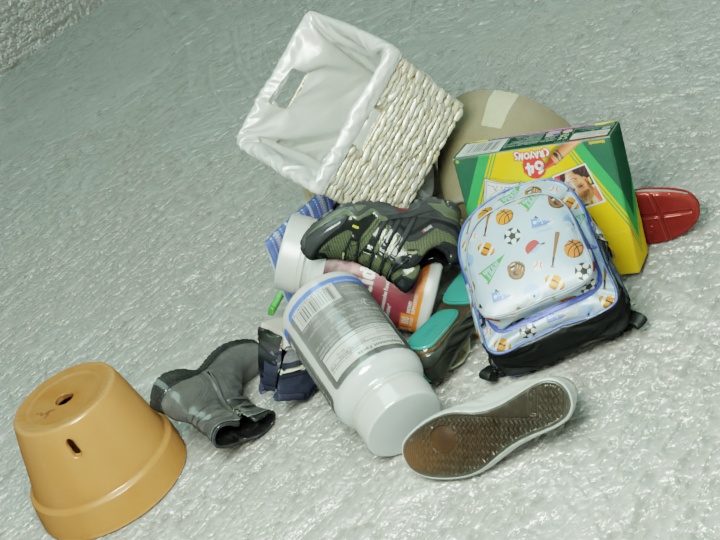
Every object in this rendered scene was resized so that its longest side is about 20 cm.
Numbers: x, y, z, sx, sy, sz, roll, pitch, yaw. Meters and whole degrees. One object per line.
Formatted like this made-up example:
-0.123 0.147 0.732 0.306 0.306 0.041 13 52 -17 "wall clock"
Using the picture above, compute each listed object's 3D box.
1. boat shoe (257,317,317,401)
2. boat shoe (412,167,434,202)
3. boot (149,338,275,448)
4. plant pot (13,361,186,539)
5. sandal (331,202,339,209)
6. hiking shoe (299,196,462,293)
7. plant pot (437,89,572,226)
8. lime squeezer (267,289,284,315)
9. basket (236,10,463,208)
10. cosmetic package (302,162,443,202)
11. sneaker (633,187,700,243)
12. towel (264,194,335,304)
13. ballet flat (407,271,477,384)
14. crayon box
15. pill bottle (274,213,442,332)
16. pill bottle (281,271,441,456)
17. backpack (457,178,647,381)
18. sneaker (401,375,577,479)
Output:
-0.052 0.102 1.695 0.198 0.094 0.074 -8 21 -43 "boat shoe"
0.056 -0.170 1.782 0.070 0.072 0.202 -17 47 29 "boat shoe"
-0.152 0.158 1.684 0.131 0.071 0.199 25 32 28 "boot"
-0.328 0.207 1.661 0.197 0.141 0.201 -19 28 10 "plant pot"
-0.017 -0.039 1.788 0.047 0.204 0.075 10 -1 -29 "sandal"
0.030 -0.025 1.594 0.197 0.076 0.102 -9 64 -7 "hiking shoe"
0.180 -0.118 1.773 0.198 0.200 0.136 2 57 41 "plant pot"
-0.071 -0.014 1.876 0.037 0.072 0.200 5 28 23 "lime squeezer"
-0.014 -0.185 1.700 0.199 0.160 0.200 33 94 47 "basket"
0.026 -0.119 1.971 0.197 0.104 0.073 -18 27 16 "cosmetic package"
0.330 -0.090 1.699 0.197 0.079 0.116 -7 34 29 "sneaker"
-0.038 -0.039 1.843 0.024 0.146 0.200 17 49 42 "towel"
0.119 0.060 1.621 0.067 0.069 0.200 6 41 43 "ballet flat"
0.228 -0.077 1.640 0.197 0.175 0.058 -6 23 28 "crayon box"
0.000 0.000 1.685 0.197 0.115 0.115 14 36 4 "pill bottle"
0.002 0.105 1.537 0.113 0.114 0.201 -30 51 -9 "pill bottle"
0.194 -0.003 1.533 0.197 0.155 0.192 -21 53 7 "backpack"
0.142 0.166 1.445 0.198 0.074 0.085 -22 -4 19 "sneaker"
